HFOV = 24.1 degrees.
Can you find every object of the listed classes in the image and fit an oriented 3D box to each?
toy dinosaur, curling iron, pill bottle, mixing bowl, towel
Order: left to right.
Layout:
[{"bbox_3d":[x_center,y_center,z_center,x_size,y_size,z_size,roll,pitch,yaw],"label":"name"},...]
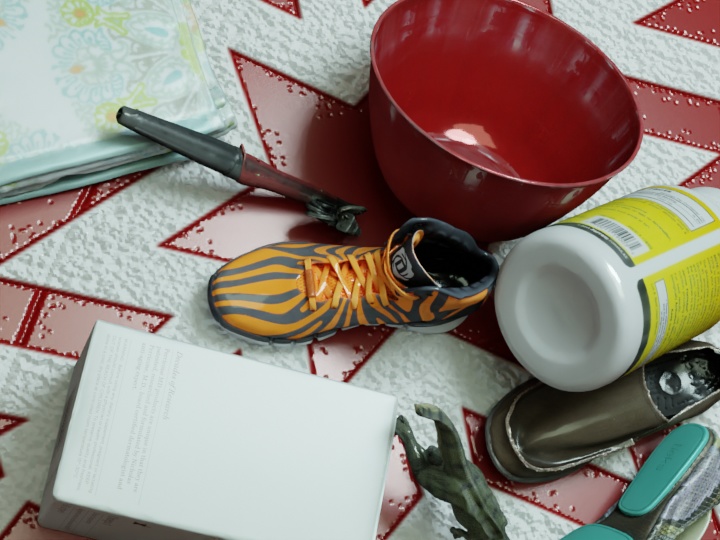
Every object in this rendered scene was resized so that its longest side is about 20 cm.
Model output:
[{"bbox_3d":[-0.201,-0.144,1.165,0.199,0.048,0.172,-16,76,-20],"label":"towel"},{"bbox_3d":[-0.076,-0.071,1.153,0.200,0.050,0.026,26,89,-26],"label":"curling iron"},{"bbox_3d":[0.056,0.133,1.118,0.047,0.088,0.200,-38,129,-13],"label":"toy dinosaur"},{"bbox_3d":[0.086,-0.093,1.181,0.199,0.109,0.200,13,43,-12],"label":"mixing bowl"},{"bbox_3d":[0.193,0.004,1.174,0.200,0.112,0.113,-20,79,-45],"label":"pill bottle"}]

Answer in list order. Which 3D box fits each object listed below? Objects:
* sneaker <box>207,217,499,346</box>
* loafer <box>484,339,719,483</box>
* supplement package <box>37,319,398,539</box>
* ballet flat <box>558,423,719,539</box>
[{"bbox_3d":[0.000,0.000,1.142,0.199,0.112,0.078,-5,75,-18],"label":"sneaker"},{"bbox_3d":[0.179,0.088,1.190,0.200,0.071,0.073,-21,80,-21],"label":"loafer"},{"bbox_3d":[-0.092,0.122,1.076,0.199,0.117,0.118,15,70,-11],"label":"supplement package"},{"bbox_3d":[0.189,0.192,1.167,0.200,0.072,0.072,-40,88,-19],"label":"ballet flat"}]
